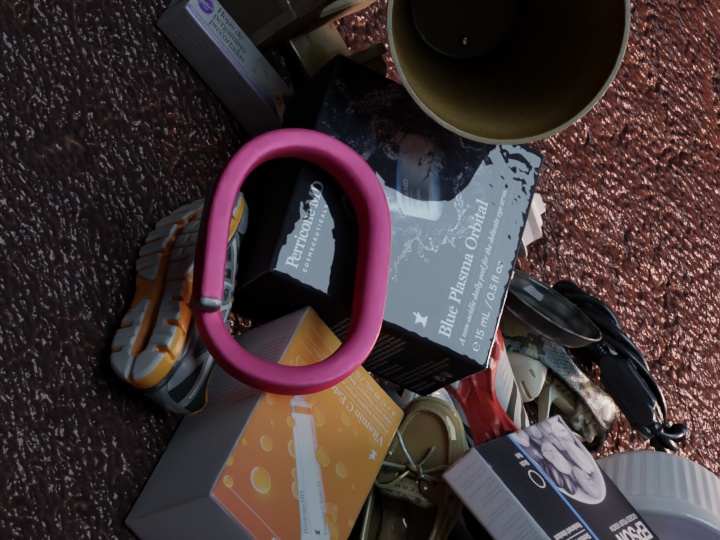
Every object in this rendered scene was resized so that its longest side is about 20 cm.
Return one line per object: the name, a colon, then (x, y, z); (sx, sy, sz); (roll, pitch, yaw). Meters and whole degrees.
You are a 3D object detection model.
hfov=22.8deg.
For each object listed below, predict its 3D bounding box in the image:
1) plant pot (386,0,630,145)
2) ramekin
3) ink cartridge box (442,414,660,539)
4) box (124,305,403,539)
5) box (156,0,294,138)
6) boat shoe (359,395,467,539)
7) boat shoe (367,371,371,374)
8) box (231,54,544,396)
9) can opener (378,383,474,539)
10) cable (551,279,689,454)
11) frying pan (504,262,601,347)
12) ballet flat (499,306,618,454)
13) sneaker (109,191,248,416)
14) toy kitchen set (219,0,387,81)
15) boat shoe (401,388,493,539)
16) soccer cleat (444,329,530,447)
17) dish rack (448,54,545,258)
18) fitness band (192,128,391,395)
plant pot: (0.097, -0.206, 1.425); (0.187, 0.186, 0.200); (56, -1, -14)
ramekin: (0.254, 0.249, 1.602); (0.202, 0.202, 0.094); (45, 32, -26)
ink cartridge box: (0.174, 0.213, 1.420); (0.200, 0.043, 0.198); (52, 22, 14)
box: (-0.068, 0.146, 1.342); (0.125, 0.097, 0.200); (49, 42, -22)
box: (-0.089, -0.149, 1.503); (0.200, 0.041, 0.039); (49, 43, -21)
boat shoe: (0.037, 0.198, 1.405); (0.063, 0.073, 0.201); (25, 75, -74)
boat shoe: (0.000, 0.000, 1.520); (0.075, 0.060, 0.201); (21, 58, -43)
box: (0.019, -0.033, 1.439); (0.199, 0.117, 0.198); (24, 67, -17)
can opener: (0.049, 0.190, 1.458); (0.053, 0.066, 0.200); (-28, 80, -48)
cable: (0.251, 0.091, 1.725); (0.200, 0.051, 0.163); (54, 6, 15)
frying pan: (0.143, 0.012, 1.638); (0.190, 0.031, 0.115); (42, 17, 31)
ballet flat: (0.172, 0.107, 1.668); (0.200, 0.074, 0.075); (39, 47, -29)
sneaker: (-0.128, 0.022, 1.359); (0.077, 0.078, 0.201); (53, 43, -36)
toy kitchen set: (0.008, -0.239, 1.538); (0.200, 0.180, 0.164); (-32, 94, -51)
boat shoe: (0.083, 0.186, 1.522); (0.072, 0.068, 0.201); (13, 63, -46)
soccer cleat: (0.113, 0.118, 1.600); (0.085, 0.068, 0.201); (70, 0, -64)
dish rack: (0.104, -0.123, 1.600); (0.172, 0.043, 0.201); (52, -11, 48)
fitness band: (-0.049, -0.008, 1.314); (0.143, 0.037, 0.201); (12, 69, -14)
